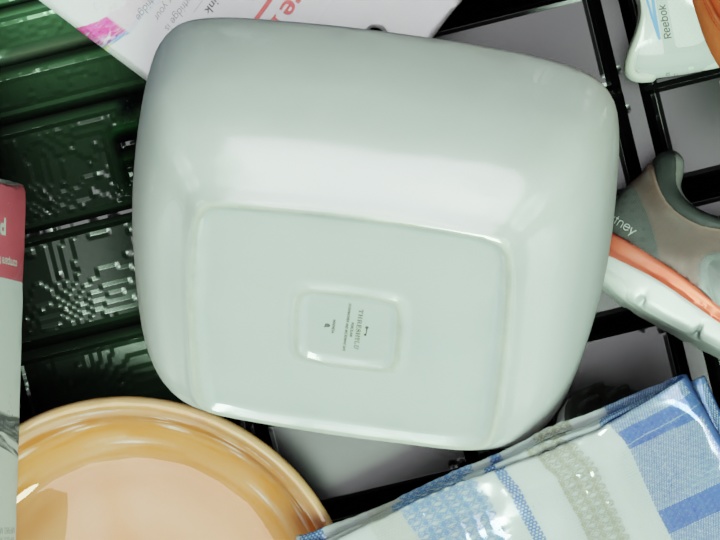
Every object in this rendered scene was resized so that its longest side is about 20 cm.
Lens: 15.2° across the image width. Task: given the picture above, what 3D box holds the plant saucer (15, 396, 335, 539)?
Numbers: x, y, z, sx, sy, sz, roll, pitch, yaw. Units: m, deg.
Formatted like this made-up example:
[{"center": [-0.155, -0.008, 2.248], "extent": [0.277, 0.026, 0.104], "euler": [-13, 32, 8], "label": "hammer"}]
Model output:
[{"center": [-0.100, 0.154, 1.186], "extent": [0.200, 0.037, 0.200], "euler": [0, 92, 3], "label": "plant saucer"}]

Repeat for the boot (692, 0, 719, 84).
[{"center": [0.208, -0.150, 1.044], "extent": [0.200, 0.075, 0.107], "euler": [-33, 64, 26], "label": "boot"}]

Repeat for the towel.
[{"center": [0.082, 0.142, 1.119], "extent": [0.200, 0.024, 0.147], "euler": [-26, 91, 20], "label": "towel"}]

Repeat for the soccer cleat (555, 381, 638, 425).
[{"center": [0.169, 0.111, 1.164], "extent": [0.200, 0.068, 0.073], "euler": [18, 127, -8], "label": "soccer cleat"}]

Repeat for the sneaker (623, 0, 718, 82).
[{"center": [0.112, -0.173, 1.142], "extent": [0.087, 0.075, 0.200], "euler": [-19, 92, 9], "label": "sneaker"}]

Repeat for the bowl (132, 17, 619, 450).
[{"center": [0.000, 0.000, 1.100], "extent": [0.200, 0.075, 0.200], "euler": [8, 136, 4], "label": "bowl"}]

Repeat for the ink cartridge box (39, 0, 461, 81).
[{"center": [-0.065, -0.134, 1.153], "extent": [0.200, 0.068, 0.115], "euler": [37, 93, 1], "label": "ink cartridge box"}]

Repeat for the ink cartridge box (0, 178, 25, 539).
[{"center": [-0.225, 0.059, 1.141], "extent": [0.146, 0.085, 0.200], "euler": [0, 87, 14], "label": "ink cartridge box"}]

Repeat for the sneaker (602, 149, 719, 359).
[{"center": [0.194, 0.015, 1.147], "extent": [0.200, 0.077, 0.082], "euler": [30, 88, 0], "label": "sneaker"}]
